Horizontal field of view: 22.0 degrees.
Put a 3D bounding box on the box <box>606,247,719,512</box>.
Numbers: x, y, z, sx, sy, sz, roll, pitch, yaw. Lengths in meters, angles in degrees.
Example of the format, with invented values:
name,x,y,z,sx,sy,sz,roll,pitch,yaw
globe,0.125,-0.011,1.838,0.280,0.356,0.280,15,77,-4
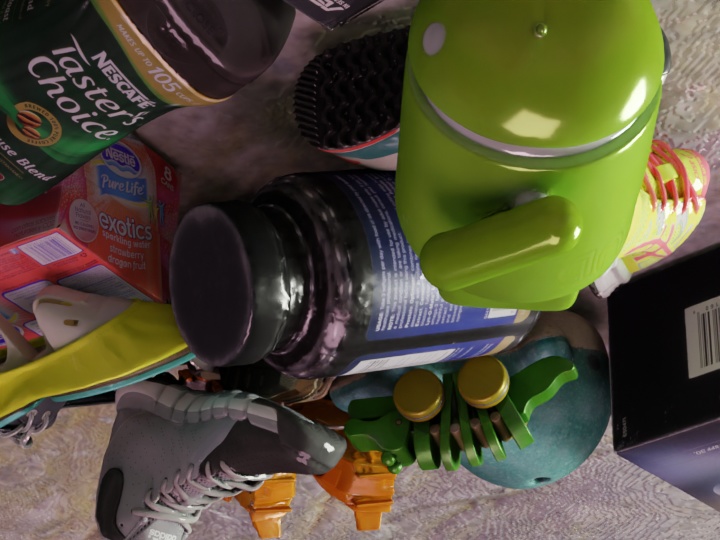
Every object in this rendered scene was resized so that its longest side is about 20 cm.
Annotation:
name,x,y,z,sx,sy,sz,roll,pitch,yaw
box,0.293,0.071,1.170,0.199,0.124,0.198,-24,141,37

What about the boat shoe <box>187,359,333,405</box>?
name,x,y,z,sx,sy,sz,roll,pitch,yaw
boat shoe,-0.049,0.047,1.154,0.073,0.076,0.200,20,178,-18

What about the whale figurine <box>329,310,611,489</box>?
name,x,y,z,sx,sy,sz,roll,pitch,yaw
whale figurine,0.078,0.087,1.194,0.199,0.105,0.159,5,153,-43

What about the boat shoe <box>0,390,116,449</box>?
name,x,y,z,sx,sy,sz,roll,pitch,yaw
boat shoe,-0.203,0.078,1.176,0.072,0.062,0.200,-13,-174,31

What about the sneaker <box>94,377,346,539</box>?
name,x,y,z,sx,sy,sz,roll,pitch,yaw
sneaker,-0.091,0.131,1.082,0.075,0.117,0.199,30,164,-35

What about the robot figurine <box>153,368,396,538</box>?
name,x,y,z,sx,sy,sz,roll,pitch,yaw
robot figurine,-0.062,0.110,1.218,0.143,0.059,0.200,0,-164,-25

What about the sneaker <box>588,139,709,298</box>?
name,x,y,z,sx,sy,sz,roll,pitch,yaw
sneaker,0.147,-0.044,1.012,0.090,0.079,0.200,-29,170,5

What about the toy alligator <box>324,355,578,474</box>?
name,x,y,z,sx,sy,sz,roll,pitch,yaw
toy alligator,0.035,0.096,1.101,0.198,0.055,0.059,-13,148,12

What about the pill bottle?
name,x,y,z,sx,sy,sz,roll,pitch,yaw
pill bottle,0.000,0.000,1.022,0.198,0.113,0.112,-5,158,-37

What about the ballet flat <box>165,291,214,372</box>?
name,x,y,z,sx,sy,sz,roll,pitch,yaw
ballet flat,-0.125,0.034,1.140,0.068,0.064,0.200,53,158,-11

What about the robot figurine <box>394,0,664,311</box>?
name,x,y,z,sx,sy,sz,roll,pitch,yaw
robot figurine,0.075,-0.066,0.842,0.114,0.177,0.201,5,142,2

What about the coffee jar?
name,x,y,z,sx,sy,sz,roll,pitch,yaw
coffee jar,-0.132,-0.112,0.928,0.199,0.086,0.104,-23,121,35

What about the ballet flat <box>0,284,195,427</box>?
name,x,y,z,sx,sy,sz,roll,pitch,yaw
ballet flat,-0.180,0.047,1.036,0.198,0.067,0.068,-21,102,19

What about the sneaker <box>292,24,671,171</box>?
name,x,y,z,sx,sy,sz,roll,pitch,yaw
sneaker,0.069,-0.095,0.983,0.198,0.071,0.093,-11,166,16

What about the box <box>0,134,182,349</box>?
name,x,y,z,sx,sy,sz,roll,pitch,yaw
box,-0.213,-0.015,1.094,0.198,0.096,0.102,-17,143,31

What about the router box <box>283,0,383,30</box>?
name,x,y,z,sx,sy,sz,roll,pitch,yaw
router box,-0.029,-0.201,0.802,0.199,0.063,0.149,29,141,-36
